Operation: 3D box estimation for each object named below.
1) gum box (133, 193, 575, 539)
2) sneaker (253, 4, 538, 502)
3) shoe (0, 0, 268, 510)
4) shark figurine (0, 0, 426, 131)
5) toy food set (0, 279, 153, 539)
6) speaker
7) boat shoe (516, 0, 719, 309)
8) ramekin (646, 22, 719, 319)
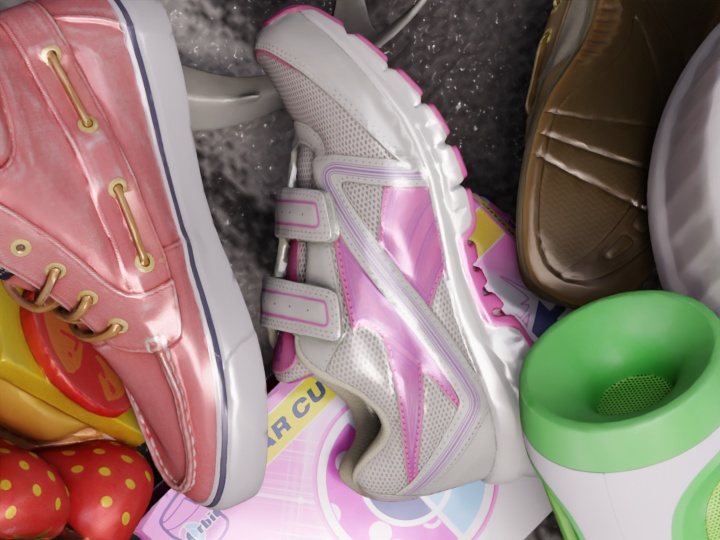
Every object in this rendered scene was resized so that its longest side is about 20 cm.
[{"bbox_3d":[0.016,0.072,0.870,0.200,0.066,0.114,-44,94,-7],"label":"gum box"},{"bbox_3d":[0.000,0.000,0.795,0.088,0.081,0.200,-24,92,-10],"label":"sneaker"},{"bbox_3d":[-0.100,-0.001,0.777,0.091,0.071,0.201,-17,98,-30],"label":"shoe"},{"bbox_3d":[-0.090,-0.089,0.856,0.214,0.089,0.129,16,87,-5],"label":"shark figurine"},{"bbox_3d":[-0.146,0.021,0.795,0.049,0.200,0.198,-33,49,22],"label":"toy food set"},{"bbox_3d":[0.120,0.106,0.782,0.088,0.088,0.200,-28,124,-8],"label":"speaker"},{"bbox_3d":[0.104,-0.069,0.870,0.074,0.066,0.200,22,68,-7],"label":"boat shoe"},{"bbox_3d":[0.205,-0.032,0.755,0.200,0.098,0.201,0,80,2],"label":"ramekin"}]
